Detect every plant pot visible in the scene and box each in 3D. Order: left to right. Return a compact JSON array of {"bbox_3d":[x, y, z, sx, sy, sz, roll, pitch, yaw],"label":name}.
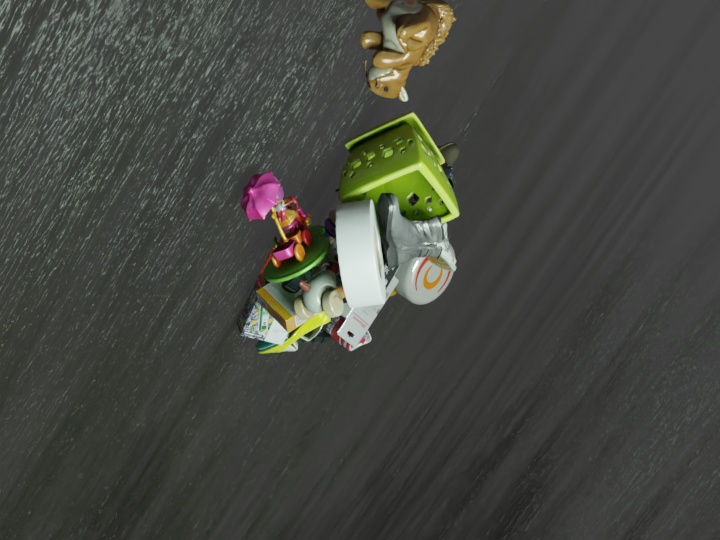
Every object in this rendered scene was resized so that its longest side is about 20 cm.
[{"bbox_3d":[0.078,-0.201,1.362,0.196,0.185,0.199,-19,144,24],"label":"plant pot"}]

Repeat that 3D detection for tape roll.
[{"bbox_3d":[0.002,-0.031,1.261,0.069,0.206,0.204,-7,142,5],"label":"tape roll"}]

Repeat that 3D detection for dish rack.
[{"bbox_3d":[-0.092,0.092,1.610,0.152,0.054,0.203,9,113,-55],"label":"dish rack"}]

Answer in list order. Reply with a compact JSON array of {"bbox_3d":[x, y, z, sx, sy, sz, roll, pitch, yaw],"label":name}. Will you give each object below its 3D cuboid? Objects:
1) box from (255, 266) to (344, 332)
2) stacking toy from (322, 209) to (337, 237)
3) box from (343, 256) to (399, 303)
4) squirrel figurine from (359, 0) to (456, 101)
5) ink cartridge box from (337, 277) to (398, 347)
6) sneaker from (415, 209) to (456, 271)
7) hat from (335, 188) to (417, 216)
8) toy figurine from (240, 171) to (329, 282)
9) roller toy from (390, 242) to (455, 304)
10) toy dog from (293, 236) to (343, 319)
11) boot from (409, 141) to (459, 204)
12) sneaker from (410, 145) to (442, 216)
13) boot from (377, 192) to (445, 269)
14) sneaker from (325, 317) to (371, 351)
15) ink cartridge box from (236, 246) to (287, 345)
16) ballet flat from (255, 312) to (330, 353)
[{"bbox_3d":[-0.108,0.039,1.370,0.198,0.119,0.042,-29,137,-27],"label":"box"},{"bbox_3d":[-0.088,-0.037,1.477,0.201,0.086,0.085,-52,147,14],"label":"stacking toy"},{"bbox_3d":[0.000,0.000,1.469,0.050,0.197,0.159,52,47,-23],"label":"box"},{"bbox_3d":[0.092,-0.429,1.260,0.197,0.142,0.189,-26,146,-29],"label":"squirrel figurine"},{"bbox_3d":[-0.001,0.074,1.596,0.202,0.066,0.116,-56,146,-6],"label":"ink cartridge box"},{"bbox_3d":[0.193,-0.075,1.579,0.200,0.075,0.089,47,67,-43],"label":"sneaker"},{"bbox_3d":[0.033,-0.151,1.561,0.166,0.175,0.200,-50,-179,-21],"label":"hat"},{"bbox_3d":[-0.156,-0.111,1.271,0.187,0.147,0.201,64,26,-25],"label":"toy figurine"},{"bbox_3d":[0.147,-0.016,1.716,0.180,0.139,0.204,7,108,-45],"label":"roller toy"},{"bbox_3d":[-0.082,0.004,1.275,0.130,0.202,0.097,-25,130,13],"label":"toy dog"},{"bbox_3d":[0.198,-0.220,1.508,0.201,0.096,0.076,-49,138,-24],"label":"boot"},{"bbox_3d":[0.175,-0.218,1.619,0.081,0.070,0.203,-28,142,-27],"label":"sneaker"},{"bbox_3d":[0.105,-0.093,1.316,0.128,0.071,0.202,-15,143,-6],"label":"boot"},{"bbox_3d":[0.003,0.114,1.689,0.202,0.112,0.071,-56,147,8],"label":"sneaker"},{"bbox_3d":[-0.185,0.060,1.434,0.107,0.050,0.203,16,110,-32],"label":"ink cartridge box"},{"bbox_3d":[-0.153,0.150,1.528,0.198,0.067,0.067,-36,118,8],"label":"ballet flat"}]
